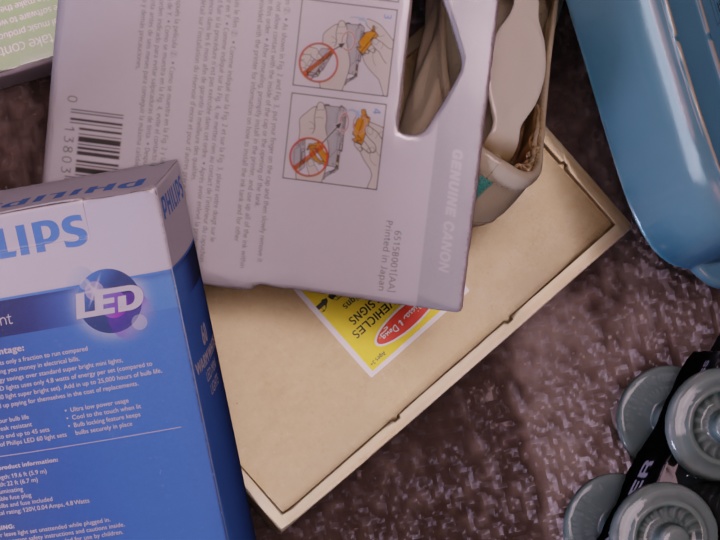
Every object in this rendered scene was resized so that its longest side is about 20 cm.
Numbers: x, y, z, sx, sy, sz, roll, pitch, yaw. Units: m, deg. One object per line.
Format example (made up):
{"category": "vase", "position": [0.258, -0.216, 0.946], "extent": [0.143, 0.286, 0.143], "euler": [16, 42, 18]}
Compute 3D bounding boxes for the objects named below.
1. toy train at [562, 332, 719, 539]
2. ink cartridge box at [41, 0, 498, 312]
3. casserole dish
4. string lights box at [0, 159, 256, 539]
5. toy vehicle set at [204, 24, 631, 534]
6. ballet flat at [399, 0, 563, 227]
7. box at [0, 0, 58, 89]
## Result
{"category": "toy train", "position": [0.143, 0.124, 0.978], "extent": [0.114, 0.085, 0.200], "euler": [30, 81, -11]}
{"category": "ink cartridge box", "position": [-0.033, -0.092, 0.942], "extent": [0.173, 0.044, 0.200], "euler": [7, 99, 4]}
{"category": "casserole dish", "position": [0.141, -0.093, 0.989], "extent": [0.121, 0.039, 0.200], "euler": [-9, 82, -50]}
{"category": "string lights box", "position": [-0.104, 0.066, 0.928], "extent": [0.103, 0.059, 0.200], "euler": [-9, 102, 7]}
{"category": "toy vehicle set", "position": [0.000, 0.000, 1.004], "extent": [0.200, 0.027, 0.124], "euler": [-40, 88, -9]}
{"category": "ballet flat", "position": [0.059, -0.113, 0.981], "extent": [0.069, 0.069, 0.200], "euler": [9, 66, -5]}
{"category": "box", "position": [-0.143, -0.183, 1.010], "extent": [0.144, 0.036, 0.200], "euler": [-16, 83, -8]}
